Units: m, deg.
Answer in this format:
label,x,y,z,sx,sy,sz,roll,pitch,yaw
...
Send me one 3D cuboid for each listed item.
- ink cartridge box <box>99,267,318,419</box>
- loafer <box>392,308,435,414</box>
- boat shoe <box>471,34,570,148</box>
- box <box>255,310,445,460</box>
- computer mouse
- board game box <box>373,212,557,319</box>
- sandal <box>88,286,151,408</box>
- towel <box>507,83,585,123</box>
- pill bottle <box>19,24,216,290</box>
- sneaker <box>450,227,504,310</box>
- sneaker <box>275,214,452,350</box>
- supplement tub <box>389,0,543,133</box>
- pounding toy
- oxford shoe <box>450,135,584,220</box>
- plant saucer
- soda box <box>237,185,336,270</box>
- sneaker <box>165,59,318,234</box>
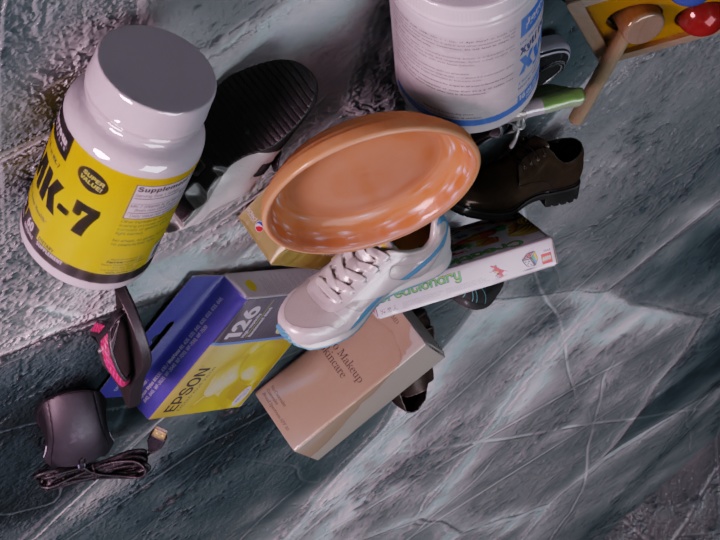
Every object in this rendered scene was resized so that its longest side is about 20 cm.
label,x,y,z,sx,sy,sz,roll,pitch,yaw
ink cartridge box,-0.149,0.078,1.828,0.200,0.047,0.198,-7,145,-53
loafer,0.067,0.114,2.162,0.073,0.071,0.200,-30,156,-15
boat shoe,0.135,-0.160,1.740,0.199,0.068,0.074,-31,157,-13
box,-0.011,0.121,2.041,0.200,0.095,0.078,-41,156,7
computer mouse,-0.264,0.181,1.816,0.140,0.046,0.200,-9,149,-17
board game box,0.095,-0.008,1.860,0.200,0.126,0.035,-17,109,-8
sandal,-0.234,0.080,1.683,0.045,0.075,0.200,-15,154,-18
towel,0.101,-0.134,1.632,0.200,0.031,0.149,-15,-170,-3
pill bottle,-0.188,-0.088,1.368,0.114,0.114,0.200,-16,149,-39
sneaker,0.116,-0.004,2.004,0.079,0.075,0.200,-50,154,24
sneaker,0.000,0.000,1.700,0.200,0.077,0.081,-35,150,-18
supplement tub,0.090,-0.218,1.488,0.132,0.132,0.200,-32,157,-11
pounding toy,0.256,-0.250,1.604,0.200,0.142,0.184,-15,161,16
oxford shoe,0.164,-0.109,1.899,0.200,0.073,0.084,-19,134,-39
plant saucer,0.006,-0.081,1.536,0.200,0.037,0.200,-16,155,-8
soda box,-0.030,-0.043,1.737,0.068,0.064,0.200,-45,155,21
sneaker,-0.106,-0.109,1.511,0.200,0.074,0.088,-39,167,21
